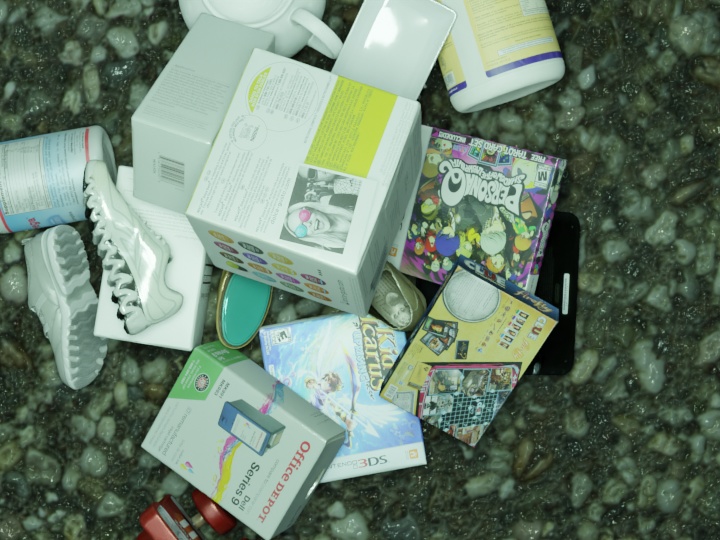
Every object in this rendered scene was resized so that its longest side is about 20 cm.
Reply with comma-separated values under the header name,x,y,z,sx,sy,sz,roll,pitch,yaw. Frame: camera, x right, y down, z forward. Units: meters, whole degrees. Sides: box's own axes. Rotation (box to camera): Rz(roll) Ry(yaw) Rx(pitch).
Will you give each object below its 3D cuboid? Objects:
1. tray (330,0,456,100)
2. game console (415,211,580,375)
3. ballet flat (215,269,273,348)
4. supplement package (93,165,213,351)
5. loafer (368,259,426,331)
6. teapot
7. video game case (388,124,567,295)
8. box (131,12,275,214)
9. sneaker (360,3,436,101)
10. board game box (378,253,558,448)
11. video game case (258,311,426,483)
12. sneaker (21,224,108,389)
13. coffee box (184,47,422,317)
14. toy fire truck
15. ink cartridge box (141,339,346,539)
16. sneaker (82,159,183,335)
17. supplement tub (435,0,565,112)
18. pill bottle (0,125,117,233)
name,x,y,z,sx,sy,sz,roll,pitch,yaw
tray,0.025,-0.236,1.554,0.106,0.022,0.202,28,105,3
game console,0.170,0.024,1.644,0.174,0.116,0.203,2,90,-31
ballet flat,-0.138,-0.004,1.620,0.068,0.063,0.203,16,86,-25
supplement package,-0.240,-0.014,1.589,0.119,0.120,0.203,9,89,-1
loafer,0.000,0.000,1.563,0.199,0.067,0.076,36,97,-7
teapot,-0.129,-0.339,1.578,0.197,0.146,0.200,-8,90,-1
video game case,0.133,-0.067,1.583,0.198,0.036,0.184,18,98,28
box,-0.178,-0.177,1.511,0.096,0.125,0.201,18,49,8
sneaker,0.051,-0.229,1.615,0.087,0.074,0.203,-4,90,1
board game box,0.125,0.097,1.551,0.134,0.035,0.201,29,117,-4
video game case,-0.022,0.153,1.629,0.179,0.045,0.203,-10,90,-1
sneaker,-0.367,0.046,1.626,0.081,0.074,0.203,-4,96,35
coffee box,-0.055,-0.091,1.450,0.195,0.200,0.202,19,76,8
toy fire truck,-0.187,0.354,1.565,0.112,0.168,0.201,-36,90,0
ink cartridge box,-0.138,0.200,1.574,0.199,0.087,0.146,34,102,12
sneaker,-0.262,-0.032,1.501,0.080,0.075,0.202,-19,91,-13
supplement tub,0.151,-0.305,1.581,0.144,0.145,0.203,-17,90,0
pill bottle,-0.397,-0.105,1.594,0.197,0.109,0.110,-10,90,0
